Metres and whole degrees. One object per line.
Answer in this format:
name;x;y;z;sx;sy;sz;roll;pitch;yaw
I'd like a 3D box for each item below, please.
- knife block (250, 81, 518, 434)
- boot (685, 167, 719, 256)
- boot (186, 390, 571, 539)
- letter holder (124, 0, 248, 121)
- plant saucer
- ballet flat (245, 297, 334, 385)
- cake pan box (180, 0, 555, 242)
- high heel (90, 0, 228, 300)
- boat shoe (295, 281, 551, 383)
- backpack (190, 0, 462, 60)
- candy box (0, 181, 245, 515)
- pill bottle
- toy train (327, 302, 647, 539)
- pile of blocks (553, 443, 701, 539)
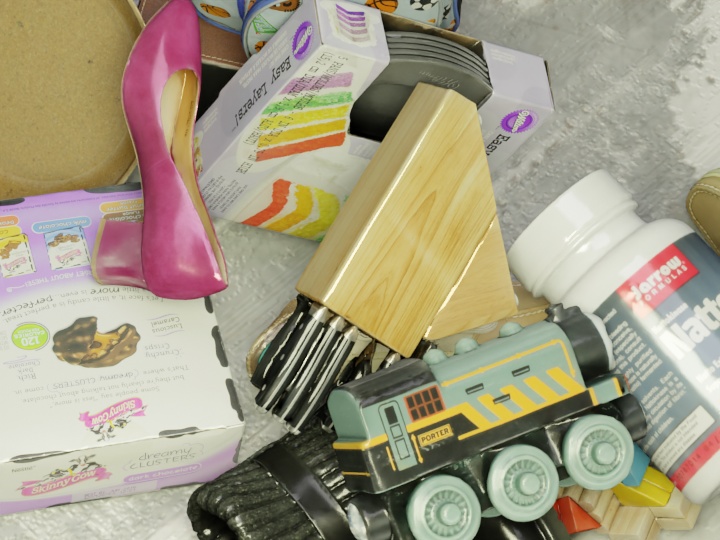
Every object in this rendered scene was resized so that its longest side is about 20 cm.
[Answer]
knife block;0.000;0.000;1.663;0.175;0.064;0.200;-15;103;-16
boot;0.250;0.031;1.833;0.155;0.072;0.200;-29;65;-23
boot;0.012;0.170;1.690;0.211;0.079;0.158;34;51;24
letter holder;-0.056;-0.155;1.893;0.200;0.101;0.142;13;53;-1
plant saucer;-0.221;-0.131;1.820;0.200;0.200;0.035;31;20;12
ballet flat;0.002;0.026;1.809;0.200;0.071;0.065;-19;34;-24
cake pan box;0.002;-0.092;1.766;0.184;0.200;0.052;13;51;-32
high heel;-0.107;-0.079;1.723;0.096;0.067;0.200;5;70;27
boat shoe;0.050;0.023;1.749;0.200;0.069;0.074;-10;19;-25
backpack;-0.024;-0.209;1.772;0.190;0.200;0.154;6;62;0
candy box;-0.179;0.048;1.749;0.168;0.072;0.200;-8;57;-14
pill bottle;0.189;0.038;1.713;0.120;0.120;0.200;-36;77;-28
toy train;0.076;0.095;1.630;0.200;0.085;0.114;-20;95;-17
pile of blocks;0.121;0.126;1.737;0.200;0.082;0.062;23;55;6
